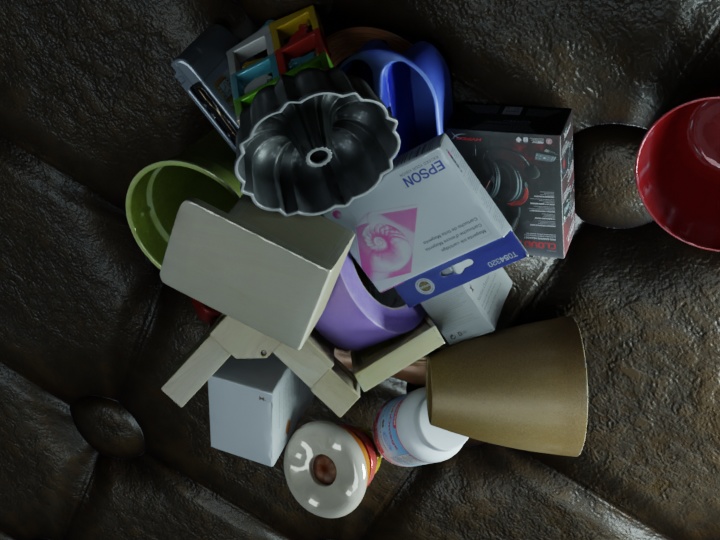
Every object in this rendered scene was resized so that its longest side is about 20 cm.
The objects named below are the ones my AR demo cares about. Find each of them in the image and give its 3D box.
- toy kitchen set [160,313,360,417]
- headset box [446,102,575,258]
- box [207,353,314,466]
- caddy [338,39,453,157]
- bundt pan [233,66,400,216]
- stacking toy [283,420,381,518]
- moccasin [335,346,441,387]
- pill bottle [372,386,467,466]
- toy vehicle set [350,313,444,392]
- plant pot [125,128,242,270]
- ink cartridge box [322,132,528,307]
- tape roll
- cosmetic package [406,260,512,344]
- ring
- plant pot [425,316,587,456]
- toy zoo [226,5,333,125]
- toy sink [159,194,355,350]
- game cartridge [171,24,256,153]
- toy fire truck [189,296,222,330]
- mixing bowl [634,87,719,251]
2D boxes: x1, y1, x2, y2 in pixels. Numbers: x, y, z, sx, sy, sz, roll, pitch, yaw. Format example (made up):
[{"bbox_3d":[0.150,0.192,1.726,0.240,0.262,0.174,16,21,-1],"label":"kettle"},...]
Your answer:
[{"bbox_3d":[-0.127,0.139,1.635,0.200,0.163,0.181,43,98,-7],"label":"toy kitchen set"},{"bbox_3d":[0.195,-0.106,1.539,0.147,0.075,0.202,7,127,20],"label":"headset box"},{"bbox_3d":[-0.140,0.163,1.819,0.105,0.200,0.154,15,129,15],"label":"box"},{"bbox_3d":[0.040,-0.192,1.504,0.140,0.105,0.202,5,126,21],"label":"caddy"},{"bbox_3d":[-0.058,-0.158,1.414,0.200,0.076,0.203,-13,143,-10],"label":"bundt pan"},{"bbox_3d":[-0.012,0.287,1.862,0.145,0.199,0.148,4,99,31],"label":"stacking toy"},{"bbox_3d":[0.027,0.116,1.789,0.199,0.074,0.078,17,124,15],"label":"moccasin"},{"bbox_3d":[0.093,0.228,1.766,0.108,0.109,0.200,37,161,-5],"label":"pill bottle"},{"bbox_3d":[0.047,0.106,1.647,0.123,0.200,0.027,-31,95,1],"label":"toy vehicle set"},{"bbox_3d":[-0.190,-0.106,1.651,0.198,0.185,0.202,13,128,17],"label":"plant pot"},{"bbox_3d":[0.078,-0.048,1.513,0.195,0.043,0.201,-25,113,32],"label":"ink cartridge box"},{"bbox_3d":[0.000,0.000,1.630,0.084,0.201,0.201,-22,113,36],"label":"tape roll"},{"bbox_3d":[0.112,-0.016,1.624,0.081,0.113,0.201,-21,115,34],"label":"cosmetic package"},{"bbox_3d":[0.020,-0.226,1.572,0.198,0.019,0.202,12,129,16],"label":"ring"},{"bbox_3d":[0.190,0.160,1.624,0.197,0.187,0.188,-2,127,-2],"label":"plant pot"},{"bbox_3d":[-0.102,-0.261,1.496,0.130,0.201,0.021,-26,129,10],"label":"toy zoo"},{"bbox_3d":[-0.127,-0.019,1.489,0.198,0.112,0.131,25,123,4],"label":"toy sink"},{"bbox_3d":[-0.154,-0.222,1.581,0.041,0.134,0.200,-25,112,38],"label":"game cartridge"},{"bbox_3d":[-0.157,0.038,1.737,0.198,0.169,0.113,16,134,-17],"label":"toy fire truck"},{"bbox_3d":[0.423,-0.135,1.386,0.198,0.109,0.202,13,130,16],"label":"mixing bowl"}]
